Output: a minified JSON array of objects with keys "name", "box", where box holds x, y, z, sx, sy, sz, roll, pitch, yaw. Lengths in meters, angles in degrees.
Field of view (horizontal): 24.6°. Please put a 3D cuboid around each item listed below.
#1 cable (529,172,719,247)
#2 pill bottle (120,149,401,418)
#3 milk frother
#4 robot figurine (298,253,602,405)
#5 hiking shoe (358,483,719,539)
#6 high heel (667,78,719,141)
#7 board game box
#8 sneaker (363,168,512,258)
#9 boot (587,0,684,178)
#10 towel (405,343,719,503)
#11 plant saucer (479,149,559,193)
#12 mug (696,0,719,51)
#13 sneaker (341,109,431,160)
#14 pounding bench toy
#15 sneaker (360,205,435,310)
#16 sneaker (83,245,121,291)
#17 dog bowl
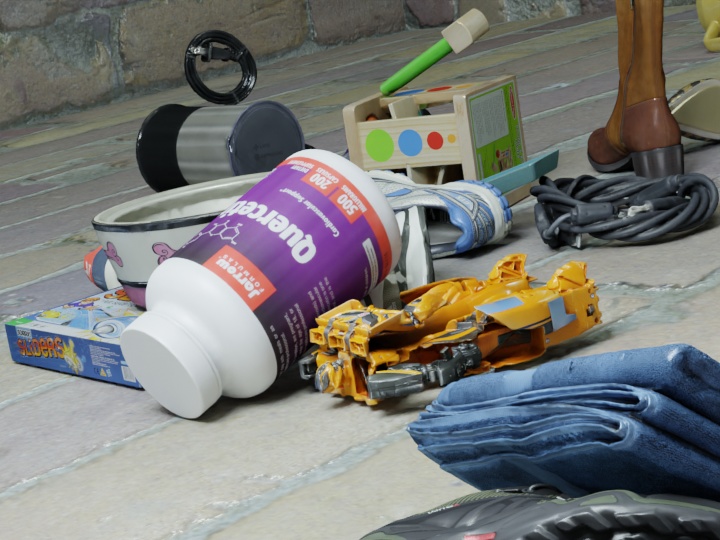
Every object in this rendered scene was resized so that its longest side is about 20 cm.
[{"name":"cable","box":[0.235,-0.066,1.480,0.163,0.051,0.200,-10,11,8]},{"name":"pill bottle","box":[-0.070,0.011,1.151,0.112,0.113,0.200,5,39,48]},{"name":"milk frother","box":[-0.154,-0.192,2.011,0.180,0.200,0.188,-15,13,-43]},{"name":"robot figurine","box":[0.055,0.039,1.121,0.200,0.058,0.145,-16,12,-29]},{"name":"hiking shoe","box":[0.087,0.118,0.702,0.200,0.076,0.101,-4,14,19]},{"name":"high heel","box":[0.375,-0.179,1.871,0.200,0.072,0.142,-14,6,-31]},{"name":"board game box","box":[-0.176,0.047,1.317,0.135,0.035,0.200,-19,15,-38]},{"name":"sneaker","box":[0.031,-0.046,1.499,0.200,0.077,0.085,-2,18,32]},{"name":"boot","box":[0.272,-0.201,1.713,0.068,0.200,0.188,-11,12,-5]},{"name":"towel","box":[0.112,0.083,0.743,0.112,0.049,0.200,29,-21,-20]},{"name":"plant saucer","box":[0.093,-0.066,1.554,0.200,0.019,0.070,-20,5,32]},{"name":"mug","box":[0.620,-0.436,2.675,0.153,0.150,0.186,-9,3,44]},{"name":"sneaker","box":[0.023,-0.144,1.955,0.087,0.075,0.200,-9,12,27]},{"name":"pounding bench toy","box":[0.066,-0.157,1.673,0.156,0.200,0.124,-1,15,30]},{"name":"sneaker","box":[0.000,0.000,1.304,0.115,0.076,0.201,-7,15,2]},{"name":"sneaker","box":[-0.173,-0.028,1.565,0.200,0.075,0.084,-20,20,-38]},{"name":"dog bowl","box":[-0.113,-0.026,1.340,0.200,0.074,0.200,-10,10,2]}]
